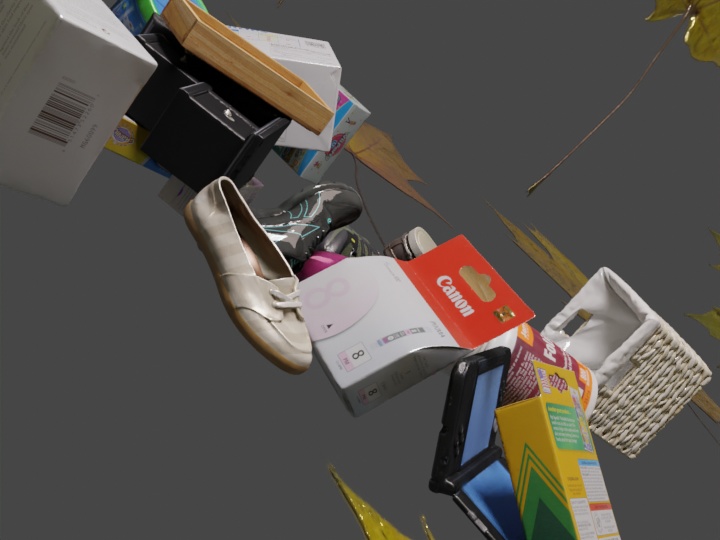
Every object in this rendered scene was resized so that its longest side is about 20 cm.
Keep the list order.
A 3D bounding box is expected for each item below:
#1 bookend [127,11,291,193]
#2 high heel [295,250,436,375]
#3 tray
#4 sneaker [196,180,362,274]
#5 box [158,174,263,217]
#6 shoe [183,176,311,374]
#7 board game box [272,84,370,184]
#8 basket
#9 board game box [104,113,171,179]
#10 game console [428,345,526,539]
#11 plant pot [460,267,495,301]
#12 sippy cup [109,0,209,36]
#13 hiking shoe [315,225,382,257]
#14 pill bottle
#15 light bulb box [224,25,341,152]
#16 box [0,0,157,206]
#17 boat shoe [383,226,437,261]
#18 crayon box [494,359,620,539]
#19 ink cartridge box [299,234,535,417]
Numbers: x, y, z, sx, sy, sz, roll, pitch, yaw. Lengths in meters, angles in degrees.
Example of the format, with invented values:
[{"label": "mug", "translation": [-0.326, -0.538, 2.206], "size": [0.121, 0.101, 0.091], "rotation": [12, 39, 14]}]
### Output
[{"label": "bookend", "translation": [-0.188, -0.175, 1.099], "size": [0.199, 0.093, 0.199], "rotation": [37, 14, -4]}, {"label": "high heel", "translation": [0.007, 0.050, 1.132], "size": [0.200, 0.067, 0.096], "rotation": [43, 2, -38]}, {"label": "tray", "translation": [-0.126, -0.230, 1.165], "size": [0.199, 0.037, 0.099], "rotation": [29, 16, -37]}, {"label": "sneaker", "translation": [-0.072, -0.032, 1.073], "size": [0.198, 0.076, 0.080], "rotation": [-20, 64, -34]}, {"label": "box", "translation": [-0.165, -0.092, 1.180], "size": [0.039, 0.042, 0.200], "rotation": [39, 14, 7]}, {"label": "shoe", "translation": [-0.097, 0.003, 0.954], "size": [0.201, 0.053, 0.070], "rotation": [57, 27, 16]}, {"label": "board game box", "translation": [-0.101, -0.263, 1.692], "size": [0.200, 0.148, 0.064], "rotation": [44, 12, 25]}, {"label": "basket", "translation": [0.388, 0.140, 1.584], "size": [0.160, 0.199, 0.200], "rotation": [37, 12, -22]}, {"label": "board game box", "translation": [-0.278, -0.180, 1.167], "size": [0.199, 0.040, 0.153], "rotation": [25, 19, -46]}, {"label": "game console", "translation": [0.148, 0.175, 0.992], "size": [0.115, 0.179, 0.200], "rotation": [12, 4, 19]}, {"label": "plant pot", "translation": [0.162, 0.066, 1.415], "size": [0.200, 0.027, 0.202], "rotation": [44, 34, -40]}, {"label": "sippy cup", "translation": [-0.274, -0.298, 1.329], "size": [0.141, 0.129, 0.178], "rotation": [63, 25, -3]}, {"label": "hiking shoe", "translation": [0.000, 0.000, 1.245], "size": [0.100, 0.076, 0.200], "rotation": [38, 12, 14]}, {"label": "pill bottle", "translation": [0.179, 0.118, 1.251], "size": [0.199, 0.115, 0.114], "rotation": [34, 13, -20]}, {"label": "light bulb box", "translation": [-0.137, -0.269, 1.511], "size": [0.195, 0.127, 0.200], "rotation": [7, 20, -9]}, {"label": "box", "translation": [-0.292, -0.182, 0.888], "size": [0.106, 0.153, 0.200], "rotation": [19, 23, -52]}, {"label": "boat shoe", "translation": [0.104, 0.031, 1.433], "size": [0.201, 0.059, 0.072], "rotation": [53, 26, -27]}, {"label": "crayon box", "translation": [0.182, 0.191, 0.953], "size": [0.125, 0.051, 0.203], "rotation": [19, 55, -59]}, {"label": "ink cartridge box", "translation": [0.042, 0.033, 1.005], "size": [0.163, 0.198, 0.057], "rotation": [53, -8, 50]}]
